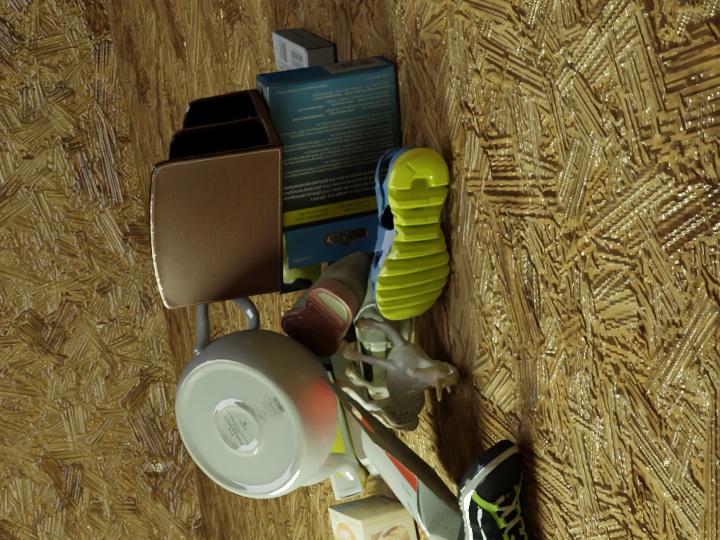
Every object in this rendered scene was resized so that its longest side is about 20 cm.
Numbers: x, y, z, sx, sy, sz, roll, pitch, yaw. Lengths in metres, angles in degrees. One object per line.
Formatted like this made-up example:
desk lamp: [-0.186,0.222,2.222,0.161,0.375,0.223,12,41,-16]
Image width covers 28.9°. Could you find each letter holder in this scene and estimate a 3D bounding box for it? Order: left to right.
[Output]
letter holder: [-0.160,-0.071,1.467,0.101,0.141,0.201,-115,20,-44]

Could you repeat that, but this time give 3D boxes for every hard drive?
hard drive: [0.002,0.175,1.688,0.200,0.026,0.133,69,-175,-74]

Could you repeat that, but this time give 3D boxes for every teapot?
teapot: [-0.102,0.141,1.551,0.195,0.146,0.202,16,118,21]

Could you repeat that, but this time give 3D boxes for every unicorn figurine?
unicorn figurine: [0.041,0.114,1.497,0.136,0.074,0.201,26,158,15]

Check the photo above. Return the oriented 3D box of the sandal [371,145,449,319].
sandal: [0.047,-0.044,1.423,0.087,0.079,0.202,-120,32,-57]

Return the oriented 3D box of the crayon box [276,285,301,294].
crayon box: [-0.097,-0.066,1.937,0.200,0.050,0.128,113,143,-64]

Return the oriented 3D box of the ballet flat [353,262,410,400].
ballet flat: [0.023,0.084,1.578,0.070,0.069,0.202,-119,19,-47]

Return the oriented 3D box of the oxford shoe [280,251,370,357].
oxford shoe: [-0.031,0.040,1.537,0.071,0.074,0.200,38,154,-6]

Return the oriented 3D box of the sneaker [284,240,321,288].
sneaker: [-0.078,-0.062,1.666,0.201,0.077,0.091,-103,32,-46]

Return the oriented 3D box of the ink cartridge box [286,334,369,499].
ink cartridge box: [-0.035,0.167,1.711,0.198,0.046,0.202,20,-124,-86]

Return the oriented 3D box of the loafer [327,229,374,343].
loafer: [0.000,0.000,1.623,0.076,0.068,0.202,55,136,45]

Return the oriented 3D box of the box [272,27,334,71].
box: [-0.064,-0.193,1.759,0.156,0.041,0.202,-139,41,-65]

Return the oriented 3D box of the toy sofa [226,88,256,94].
toy sofa: [-0.104,-0.151,1.675,0.200,0.082,0.099,-124,27,-67]

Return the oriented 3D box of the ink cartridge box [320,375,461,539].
ink cartridge box: [0.035,0.212,1.463,0.200,0.050,0.162,41,-178,-30]

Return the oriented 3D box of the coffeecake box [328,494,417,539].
coffeecake box: [0.029,0.397,1.763,0.153,0.072,0.202,168,90,-73]

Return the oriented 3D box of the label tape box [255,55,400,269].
label tape box: [-0.030,-0.117,1.502,0.063,0.143,0.202,-137,39,-63]

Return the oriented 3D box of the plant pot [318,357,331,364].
plant pot: [-0.103,0.178,1.881,0.200,0.198,0.163,-166,78,-72]

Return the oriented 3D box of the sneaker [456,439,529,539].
sneaker: [0.141,0.248,1.330,0.083,0.071,0.202,34,139,34]
